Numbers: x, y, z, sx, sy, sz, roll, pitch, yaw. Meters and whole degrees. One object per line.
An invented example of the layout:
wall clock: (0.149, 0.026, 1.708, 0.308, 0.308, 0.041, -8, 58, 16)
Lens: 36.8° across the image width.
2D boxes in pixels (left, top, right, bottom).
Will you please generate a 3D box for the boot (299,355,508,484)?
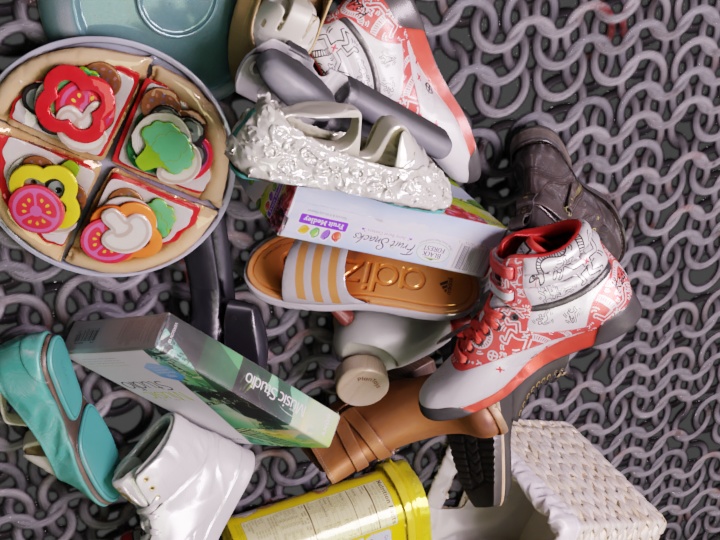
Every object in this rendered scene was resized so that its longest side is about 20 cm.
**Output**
boot: (0.032, 0.142, 0.995, 0.155, 0.200, 0.077, -30, 113, -18)

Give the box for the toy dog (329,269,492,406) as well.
toy dog: (0.049, 0.036, 0.979, 0.200, 0.132, 0.096, -34, 133, -5)

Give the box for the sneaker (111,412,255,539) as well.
sneaker: (-0.186, 0.227, 0.964, 0.116, 0.074, 0.200, 37, 66, -30)

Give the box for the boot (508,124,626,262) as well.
boot: (0.186, -0.021, 0.991, 0.069, 0.174, 0.200, -26, 125, 28)

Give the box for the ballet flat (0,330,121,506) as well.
ballet flat: (-0.264, 0.129, 0.927, 0.070, 0.067, 0.200, -5, 131, 8)

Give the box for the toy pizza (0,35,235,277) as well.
toy pizza: (-0.196, -0.079, 0.827, 0.200, 0.032, 0.200, -3, 119, -5)

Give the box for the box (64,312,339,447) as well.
box: (-0.135, 0.098, 0.926, 0.200, 0.144, 0.036, 34, 63, -36)

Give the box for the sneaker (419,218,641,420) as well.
sneaker: (0.115, 0.035, 0.878, 0.201, 0.067, 0.108, -29, 114, 13)

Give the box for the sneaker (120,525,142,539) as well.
sneaker: (-0.227, 0.341, 1.056, 0.085, 0.077, 0.200, -4, 116, -13)

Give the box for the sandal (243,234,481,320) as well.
sandal: (0.002, -0.007, 0.925, 0.206, 0.079, 0.059, 6, 152, 6)

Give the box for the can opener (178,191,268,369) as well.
can opener: (-0.126, 0.000, 0.926, 0.078, 0.063, 0.200, -5, 112, 7)

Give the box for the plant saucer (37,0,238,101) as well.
plant saucer: (-0.140, -0.210, 0.819, 0.200, 0.027, 0.200, -12, 122, -21)

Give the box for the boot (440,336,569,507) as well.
boot: (0.161, 0.129, 1.079, 0.138, 0.077, 0.200, 1, 81, -31)

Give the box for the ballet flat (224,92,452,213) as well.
ballet flat: (-0.002, -0.085, 0.784, 0.200, 0.072, 0.072, 6, 114, -37)

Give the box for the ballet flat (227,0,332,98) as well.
ballet flat: (-0.047, -0.215, 0.806, 0.069, 0.063, 0.200, 14, 110, -24)

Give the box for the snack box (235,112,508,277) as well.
snack box: (0.003, -0.062, 0.899, 0.200, 0.142, 0.053, 11, 111, -31)

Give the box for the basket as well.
basket: (0.185, 0.283, 1.149, 0.161, 0.200, 0.198, 4, 115, -30)

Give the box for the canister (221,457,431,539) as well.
canister: (-0.034, 0.289, 1.113, 0.200, 0.087, 0.149, -14, 122, -18)

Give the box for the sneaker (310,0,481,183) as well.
sneaker: (0.022, -0.137, 0.916, 0.108, 0.067, 0.202, -32, 123, -6)

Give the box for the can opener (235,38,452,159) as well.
can opener: (-0.010, -0.117, 0.837, 0.200, 0.067, 0.053, 21, 123, -38)
